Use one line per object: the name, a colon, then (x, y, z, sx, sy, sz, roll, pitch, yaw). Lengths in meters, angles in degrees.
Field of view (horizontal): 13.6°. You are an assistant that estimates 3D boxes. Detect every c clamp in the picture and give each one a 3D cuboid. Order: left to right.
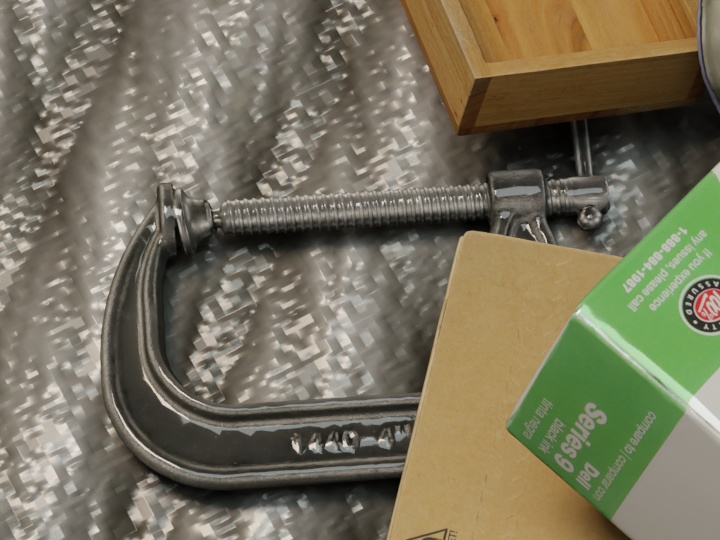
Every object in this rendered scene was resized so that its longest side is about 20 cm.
c clamp: (0.000, 0.000, 1.092, 0.199, 0.027, 0.172, -9, 66, -7)

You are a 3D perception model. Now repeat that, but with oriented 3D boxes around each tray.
tray: (0.052, -0.142, 1.134, 0.098, 0.037, 0.201, -8, 55, -20)

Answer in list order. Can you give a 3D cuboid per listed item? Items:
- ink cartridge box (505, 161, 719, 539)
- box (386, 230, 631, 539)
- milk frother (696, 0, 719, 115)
ink cartridge box: (0.170, 0.055, 0.946, 0.200, 0.084, 0.146, 42, 56, 10)
box: (0.093, 0.085, 1.010, 0.162, 0.021, 0.201, 11, 56, 6)
milk frother: (0.258, -0.083, 1.086, 0.188, 0.200, 0.181, 20, 67, 37)
